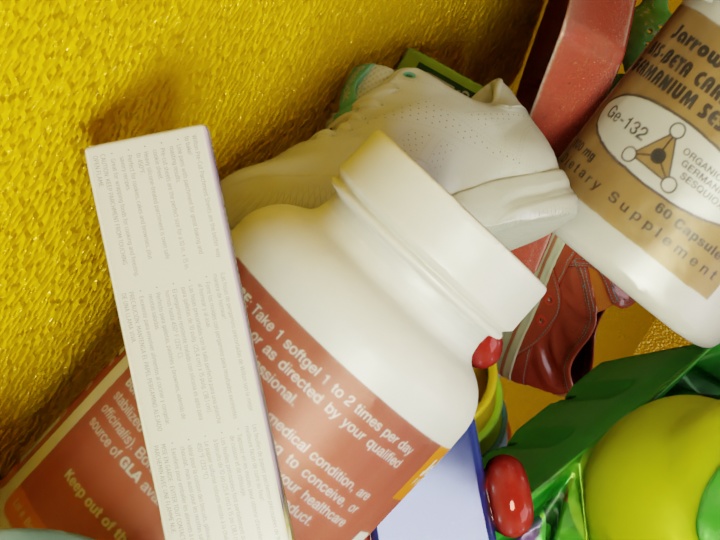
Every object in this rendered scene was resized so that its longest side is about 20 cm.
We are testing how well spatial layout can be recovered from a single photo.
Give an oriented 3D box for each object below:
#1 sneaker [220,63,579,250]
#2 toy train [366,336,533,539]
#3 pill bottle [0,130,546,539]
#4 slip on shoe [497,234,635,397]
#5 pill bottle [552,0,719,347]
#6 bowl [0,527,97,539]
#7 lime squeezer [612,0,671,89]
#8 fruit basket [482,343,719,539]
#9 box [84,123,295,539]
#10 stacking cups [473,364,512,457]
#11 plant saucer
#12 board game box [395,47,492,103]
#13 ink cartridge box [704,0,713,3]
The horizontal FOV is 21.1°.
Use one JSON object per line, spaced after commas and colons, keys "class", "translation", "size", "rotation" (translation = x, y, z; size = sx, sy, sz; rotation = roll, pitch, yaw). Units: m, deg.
{"class": "sneaker", "translation": [0.004, -0.047, 0.808], "size": [0.200, 0.089, 0.075], "rotation": [-6, 163, -47]}
{"class": "toy train", "translation": [0.026, 0.100, 0.824], "size": [0.116, 0.084, 0.201], "rotation": [-149, -132, -87]}
{"class": "pill bottle", "translation": [-0.031, 0.051, 0.694], "size": [0.200, 0.112, 0.112], "rotation": [-47, 168, 4]}
{"class": "slip on shoe", "translation": [0.132, -0.009, 1.072], "size": [0.074, 0.061, 0.200], "rotation": [-47, 161, -52]}
{"class": "pill bottle", "translation": [0.181, -0.074, 0.899], "size": [0.200, 0.114, 0.114], "rotation": [-52, 168, 7]}
{"class": "bowl", "translation": [-0.119, 0.186, 0.571], "size": [0.200, 0.105, 0.201], "rotation": [-22, 136, -22]}
{"class": "lime squeezer", "translation": [0.143, -0.116, 1.058], "size": [0.038, 0.071, 0.201], "rotation": [-2, 128, -25]}
{"class": "fruit basket", "translation": [0.141, 0.123, 0.898], "size": [0.216, 0.215, 0.156], "rotation": [-46, 121, -46]}
{"class": "box", "translation": [-0.046, 0.056, 0.605], "size": [0.039, 0.041, 0.201], "rotation": [172, -95, -88]}
{"class": "stacking cups", "translation": [0.050, 0.086, 1.036], "size": [0.061, 0.060, 0.200], "rotation": [-56, 162, -14]}
{"class": "plant saucer", "translation": [0.109, -0.106, 1.010], "size": [0.200, 0.037, 0.200], "rotation": [108, 0, -46]}
{"class": "board game box", "translation": [0.000, 0.000, 0.931], "size": [0.200, 0.048, 0.102], "rotation": [-60, 167, -1]}
{"class": "ink cartridge box", "translation": [0.109, -0.169, 0.812], "size": [0.068, 0.115, 0.200], "rotation": [-62, 167, 12]}
